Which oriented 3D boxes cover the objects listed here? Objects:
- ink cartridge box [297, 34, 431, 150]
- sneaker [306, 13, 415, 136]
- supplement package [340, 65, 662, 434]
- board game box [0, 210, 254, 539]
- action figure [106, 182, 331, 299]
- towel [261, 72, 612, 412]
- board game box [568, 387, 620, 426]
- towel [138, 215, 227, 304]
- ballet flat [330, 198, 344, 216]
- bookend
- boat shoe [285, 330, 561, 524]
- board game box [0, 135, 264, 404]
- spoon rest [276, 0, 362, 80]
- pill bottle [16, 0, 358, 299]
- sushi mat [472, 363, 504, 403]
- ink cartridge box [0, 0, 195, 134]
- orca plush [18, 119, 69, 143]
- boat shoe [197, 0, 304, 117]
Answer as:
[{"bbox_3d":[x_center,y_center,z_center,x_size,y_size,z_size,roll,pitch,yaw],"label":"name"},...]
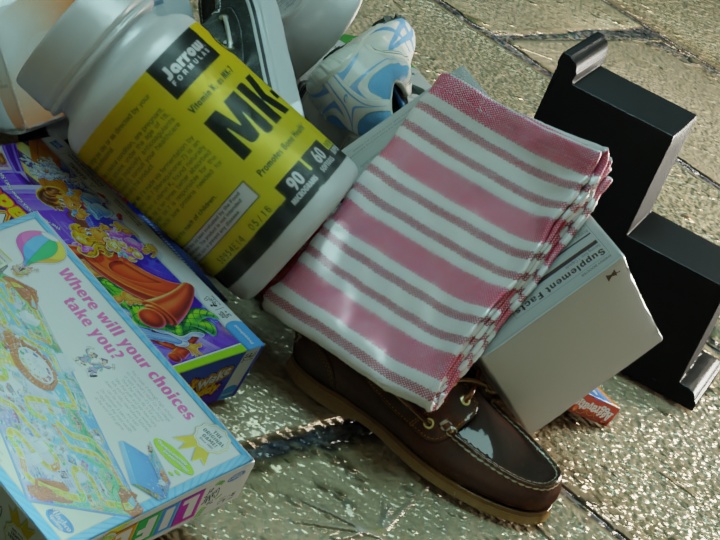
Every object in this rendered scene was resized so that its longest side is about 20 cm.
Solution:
[{"bbox_3d":[-0.004,-0.110,1.637,0.146,0.083,0.200,6,30,-33],"label":"ink cartridge box"},{"bbox_3d":[0.009,-0.141,1.548,0.073,0.072,0.200,55,19,-7],"label":"sneaker"},{"bbox_3d":[0.088,-0.015,1.355,0.200,0.109,0.114,54,-1,38],"label":"supplement package"},{"bbox_3d":[-0.169,0.064,1.101,0.134,0.034,0.200,-23,60,-41],"label":"board game box"},{"bbox_3d":[-0.083,-0.049,1.403,0.200,0.099,0.065,36,24,-5],"label":"action figure"},{"bbox_3d":[0.046,-0.023,1.287,0.146,0.200,0.030,29,-17,33],"label":"towel"},{"bbox_3d":[0.091,0.031,1.460,0.103,0.019,0.200,23,18,-51],"label":"board game box"},{"bbox_3d":[-0.199,-0.013,1.342,0.200,0.024,0.145,6,28,-39],"label":"towel"},{"bbox_3d":[0.000,0.000,1.434,0.200,0.046,0.067,51,-3,39],"label":"ballet flat"},{"bbox_3d":[0.207,-0.038,1.535,0.198,0.200,0.092,28,24,13],"label":"bookend"},{"bbox_3d":[0.043,0.081,1.298,0.200,0.070,0.070,32,24,16],"label":"boat shoe"},{"bbox_3d":[-0.171,0.007,1.241,0.200,0.045,0.134,44,31,19],"label":"board game box"},{"bbox_3d":[-0.072,-0.164,1.580,0.061,0.200,0.099,41,20,-37],"label":"spoon rest"},{"bbox_3d":[-0.109,-0.086,1.297,0.200,0.114,0.114,41,23,-5],"label":"pill bottle"},{"bbox_3d":[0.035,0.031,1.466,0.095,0.012,0.200,8,28,-30],"label":"sushi mat"},{"bbox_3d":[-0.203,-0.213,1.444,0.162,0.201,0.050,-25,19,-35],"label":"ink cartridge box"},{"bbox_3d":[-0.144,-0.091,1.491,0.200,0.071,0.105,-22,26,-30],"label":"orca plush"},{"bbox_3d":[-0.091,-0.146,1.430,0.071,0.072,0.200,-1,39,-19],"label":"boat shoe"}]
